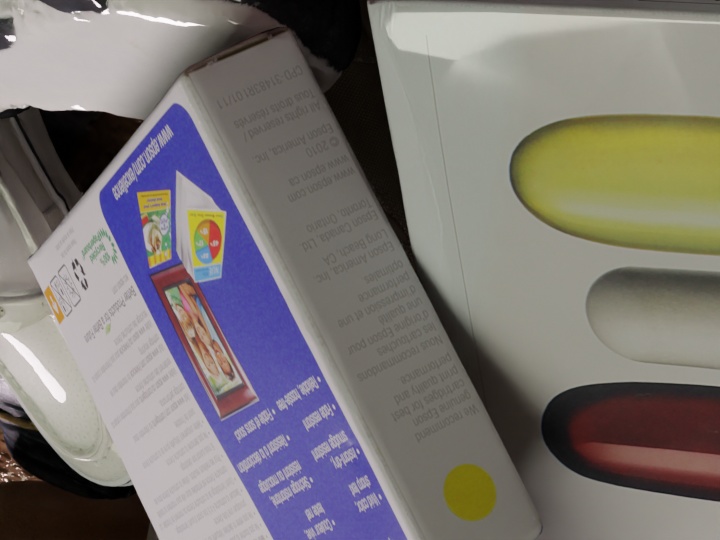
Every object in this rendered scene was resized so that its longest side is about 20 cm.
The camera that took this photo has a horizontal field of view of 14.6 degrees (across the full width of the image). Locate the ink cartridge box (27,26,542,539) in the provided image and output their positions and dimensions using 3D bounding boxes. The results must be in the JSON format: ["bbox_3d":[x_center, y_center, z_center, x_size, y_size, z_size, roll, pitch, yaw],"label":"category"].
[{"bbox_3d":[-0.018,0.055,0.794,0.201,0.047,0.198,62,156,4],"label":"ink cartridge box"}]

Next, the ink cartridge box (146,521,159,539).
[{"bbox_3d":[0.041,0.114,0.971,0.199,0.045,0.176,15,172,-18],"label":"ink cartridge box"}]

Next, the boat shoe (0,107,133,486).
[{"bbox_3d":[-0.131,-0.007,0.929,0.074,0.086,0.203,-11,109,38],"label":"boat shoe"}]

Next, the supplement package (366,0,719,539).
[{"bbox_3d":[0.131,-0.018,0.740,0.199,0.147,0.192,5,125,25],"label":"supplement package"}]

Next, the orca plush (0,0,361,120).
[{"bbox_3d":[-0.062,-0.081,0.828,0.105,0.071,0.200,32,158,-19],"label":"orca plush"}]

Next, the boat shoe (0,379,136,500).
[{"bbox_3d":[-0.061,0.041,1.027,0.200,0.071,0.091,8,143,31],"label":"boat shoe"}]

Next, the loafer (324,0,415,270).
[{"bbox_3d":[0.000,0.000,0.892,0.076,0.067,0.201,-15,108,44],"label":"loafer"}]

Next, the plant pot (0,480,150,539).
[{"bbox_3d":[-0.062,0.129,1.050,0.199,0.200,0.028,20,100,6],"label":"plant pot"}]
